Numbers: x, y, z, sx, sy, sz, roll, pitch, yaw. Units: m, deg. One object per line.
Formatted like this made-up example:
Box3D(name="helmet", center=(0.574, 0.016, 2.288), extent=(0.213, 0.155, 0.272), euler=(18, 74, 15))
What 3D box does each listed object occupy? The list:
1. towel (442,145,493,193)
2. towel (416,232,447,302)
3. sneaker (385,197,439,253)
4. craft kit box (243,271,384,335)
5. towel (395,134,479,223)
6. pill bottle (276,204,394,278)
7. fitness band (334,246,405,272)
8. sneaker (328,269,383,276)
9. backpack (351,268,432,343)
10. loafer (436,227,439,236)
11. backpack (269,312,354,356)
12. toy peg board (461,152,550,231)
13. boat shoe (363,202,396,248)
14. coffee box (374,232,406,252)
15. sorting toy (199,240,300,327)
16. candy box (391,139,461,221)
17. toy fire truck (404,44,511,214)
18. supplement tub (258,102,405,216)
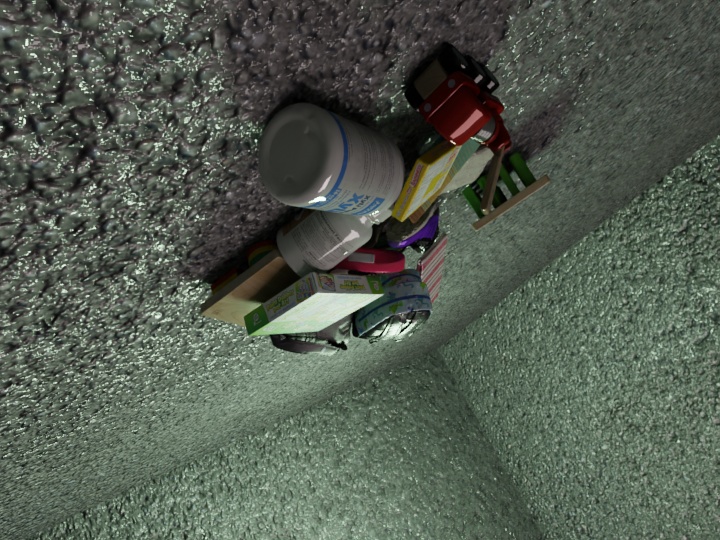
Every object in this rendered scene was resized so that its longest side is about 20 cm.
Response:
Box3D(name="towel", center=(0.197, -0.210, 1.190), extent=(0.198, 0.035, 0.133), euler=(-22, 162, -27))
Box3D(name="towel", center=(0.162, 0.020, 1.409), extent=(0.146, 0.030, 0.203), euler=(-44, 146, -48))
Box3D(name="sneaker", center=(0.118, -0.075, 1.190), extent=(0.069, 0.101, 0.200), euler=(9, -148, 28))
Box3D(name="craft kit box", center=(-0.087, 0.066, 1.097), extent=(0.199, 0.049, 0.196), euler=(-32, 156, 34))
Box3D(name="towel", center=(0.140, -0.187, 1.053), extent=(0.201, 0.022, 0.147), euler=(-51, 156, 2))
Box3D(name="pill bottle", center=(-0.042, -0.081, 1.012), extent=(0.199, 0.115, 0.114), euler=(-36, 162, 19))
Box3D(name="fitness band", center=(-0.007, -0.026, 1.162), extent=(0.197, 0.038, 0.143), euler=(8, -172, 14))
Box3D(name="sneaker", center=(0.000, 0.000, 1.245), extent=(0.198, 0.075, 0.079), euler=(-21, -176, -41))
Box3D(name="backpack", center=(0.076, 0.081, 1.256), extent=(0.160, 0.157, 0.200), euler=(-1, 174, -14))
Box3D(name="loafer", center=(0.146, -0.103, 1.346), extent=(0.070, 0.069, 0.199), euler=(-61, 164, 20))
Box3D(name="backpack", center=(-0.121, 0.104, 1.305), extent=(0.197, 0.127, 0.169), euler=(-3, 123, -18))
Box3D(name="toy peg board", center=(0.345, -0.198, 1.398), extent=(0.199, 0.099, 0.199), euler=(-34, 178, 17))
Box3D(name="boat shoe", center=(0.032, -0.122, 1.119), extent=(0.074, 0.075, 0.200), euler=(-56, 180, -30))
Box3D(name="coffee box", center=(0.032, -0.024, 1.426), extent=(0.122, 0.044, 0.200), euler=(-18, 159, -35))
Box3D(name="sorting toy", center=(-0.180, 0.027, 1.120), extent=(0.197, 0.070, 0.199), euler=(-34, 150, 18))
Box3D(name="candy box", center=(0.113, -0.155, 0.934), extent=(0.200, 0.026, 0.103), euler=(-42, 159, -56))
Box3D(name="toy fire truck", center=(0.168, -0.204, 0.866), extent=(0.128, 0.202, 0.175), euler=(-39, 161, 30))
Box3D(name="supplement tub", center=(-0.035, -0.148, 0.805), extent=(0.131, 0.133, 0.199), euler=(-38, 161, 26))
